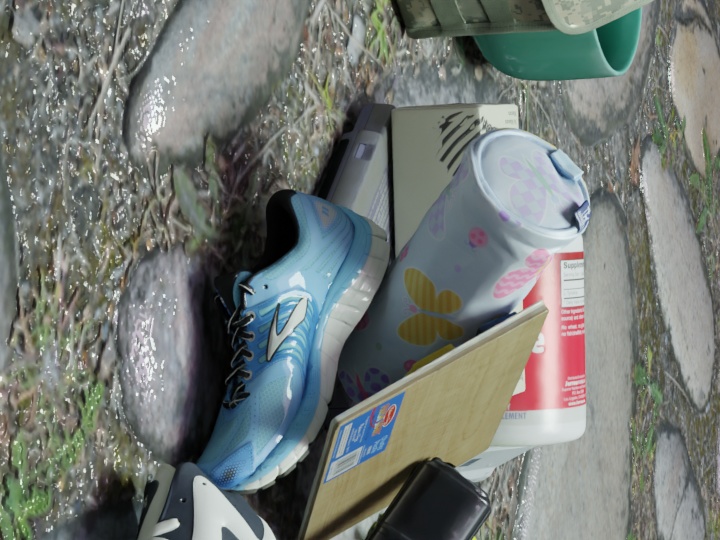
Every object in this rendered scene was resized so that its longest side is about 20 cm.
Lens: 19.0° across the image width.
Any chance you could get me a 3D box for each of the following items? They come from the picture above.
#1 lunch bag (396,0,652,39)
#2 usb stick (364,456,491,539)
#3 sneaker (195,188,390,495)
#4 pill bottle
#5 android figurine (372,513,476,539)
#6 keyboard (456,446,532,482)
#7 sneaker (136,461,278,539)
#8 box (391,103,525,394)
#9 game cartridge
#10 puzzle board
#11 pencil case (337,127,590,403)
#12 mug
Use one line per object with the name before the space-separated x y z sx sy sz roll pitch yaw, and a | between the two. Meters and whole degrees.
lunch bag | 0.113 -0.252 1.474 0.164 0.199 0.118 68 31 -41
usb stick | 0.008 0.206 1.321 0.200 0.055 0.033 -54 174 -12
sneaker | -0.060 0.041 1.259 0.090 0.078 0.201 34 62 -25
pill bottle | 0.108 0.024 1.566 0.112 0.112 0.201 -5 94 -66
android figurine | 0.042 0.248 1.505 0.200 0.041 0.183 62 36 -49
keyboard | 0.073 0.142 1.559 0.011 0.056 0.200 59 19 14
sneaker | -0.114 0.162 1.123 0.198 0.130 0.080 -5 136 -33
box | 0.067 -0.012 1.451 0.082 0.068 0.201 -14 102 -66
game cartridge | 0.000 0.000 1.422 0.130 0.038 0.200 63 35 -39
puzzle board | 0.032 0.097 1.305 0.150 0.017 0.200 -27 158 -21
pencil case | 0.058 0.004 1.291 0.200 0.083 0.091 -54 176 38
mug | 0.146 -0.230 1.654 0.185 0.114 0.153 -58 140 -53
